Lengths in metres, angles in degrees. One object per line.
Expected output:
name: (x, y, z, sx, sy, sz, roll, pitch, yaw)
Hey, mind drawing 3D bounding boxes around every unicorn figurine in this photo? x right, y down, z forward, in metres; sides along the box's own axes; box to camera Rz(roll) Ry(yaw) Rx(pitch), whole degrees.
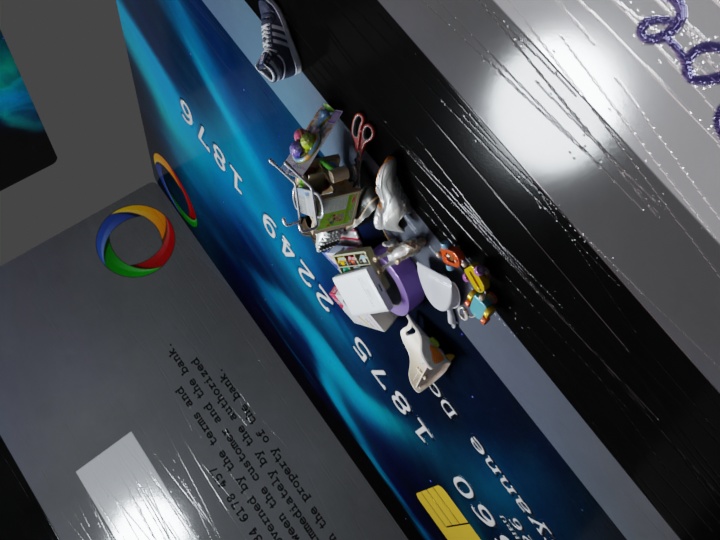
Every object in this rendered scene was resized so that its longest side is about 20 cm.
unicorn figurine: (0.094, -0.050, 1.617, 0.197, 0.136, 0.076, 1, 114, 46)

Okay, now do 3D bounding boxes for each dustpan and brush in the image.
dustpan and brush: (0.214, 0.074, 1.613, 0.139, 0.056, 0.205, 31, 139, 49)

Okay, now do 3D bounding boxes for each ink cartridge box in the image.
ink cartridge box: (-0.033, -0.026, 1.946, 0.119, 0.042, 0.198, 44, 161, -25)
ink cartridge box: (0.010, 0.101, 1.974, 0.148, 0.086, 0.198, 50, 162, -23)

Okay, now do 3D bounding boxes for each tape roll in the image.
tape roll: (0.092, 0.023, 1.767, 0.200, 0.065, 0.203, 46, 156, 27)

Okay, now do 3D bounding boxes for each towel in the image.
towel: (-0.057, -0.138, 1.919, 0.143, 0.022, 0.204, 7, 126, 61)

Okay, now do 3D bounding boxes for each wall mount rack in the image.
wall mount rack: (-0.161, -0.191, 1.559, 0.199, 0.073, 0.179, 23, 125, 60)

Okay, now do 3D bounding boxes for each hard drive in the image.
hard drive: (0.004, 0.061, 1.781, 0.198, 0.026, 0.134, -14, 107, 60)

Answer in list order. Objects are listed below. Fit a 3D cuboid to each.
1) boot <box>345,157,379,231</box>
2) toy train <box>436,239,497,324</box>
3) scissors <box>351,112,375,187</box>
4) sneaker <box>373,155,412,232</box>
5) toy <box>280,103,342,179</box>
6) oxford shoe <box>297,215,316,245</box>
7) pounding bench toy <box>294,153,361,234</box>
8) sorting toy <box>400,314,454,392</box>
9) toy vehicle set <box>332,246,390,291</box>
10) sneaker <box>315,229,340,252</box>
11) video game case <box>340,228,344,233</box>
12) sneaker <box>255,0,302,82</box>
boot: (-0.009, -0.200, 1.688, 0.141, 0.076, 0.199, 59, 145, 4)
toy train: (0.254, 0.023, 1.454, 0.149, 0.055, 0.205, 19, 133, 58)
scissors: (-0.006, -0.293, 1.566, 0.073, 0.014, 0.203, 40, 139, 23)
sneaker: (0.087, -0.182, 1.527, 0.089, 0.076, 0.204, 16, 133, 17)
toy: (-0.136, -0.337, 1.595, 0.047, 0.202, 0.114, 40, 172, -38)
oxford shoe: (-0.156, -0.151, 2.035, 0.199, 0.071, 0.086, 31, 144, 56)
pounding bench toy: (-0.087, -0.230, 1.618, 0.158, 0.121, 0.203, 60, 152, 30)
sorting toy: (0.175, 0.224, 1.828, 0.182, 0.105, 0.202, 56, 159, 21)
toy vehicle set: (0.000, 0.000, 1.792, 0.198, 0.026, 0.127, -5, 115, 61)
sneaker: (-0.099, -0.124, 1.867, 0.083, 0.073, 0.201, 63, 155, 21)
video game case: (-0.108, -0.208, 1.885, 0.202, 0.023, 0.183, 53, 154, 11)
sneaker: (-0.231, -0.578, 1.589, 0.069, 0.107, 0.204, 10, 130, 58)
